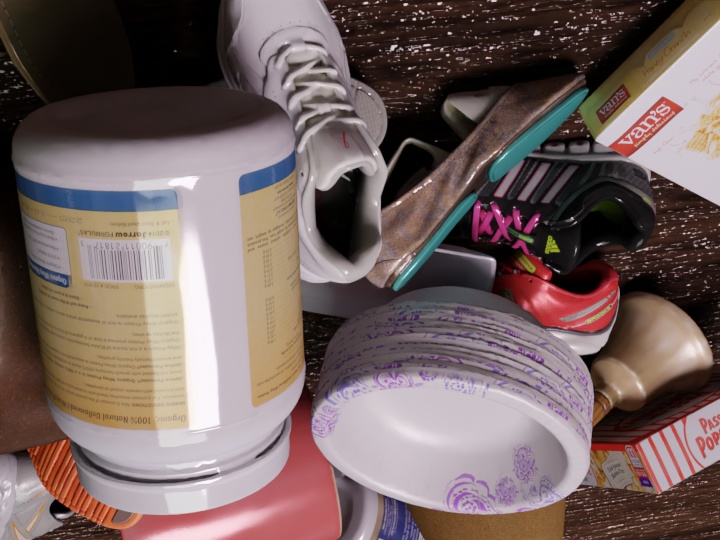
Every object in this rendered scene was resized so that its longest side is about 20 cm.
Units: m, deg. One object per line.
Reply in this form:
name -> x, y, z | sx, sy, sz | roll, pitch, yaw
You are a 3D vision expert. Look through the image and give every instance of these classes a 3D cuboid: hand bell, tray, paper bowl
hand bell -> 0.192, 0.115, 0.858 | 0.200, 0.104, 0.105 | -37, 150, -27
tray -> 0.000, 0.000, 0.770 | 0.198, 0.022, 0.108 | 10, 143, 9
paper bowl -> 0.069, 0.089, 0.754 | 0.199, 0.105, 0.201 | 9, 143, 7

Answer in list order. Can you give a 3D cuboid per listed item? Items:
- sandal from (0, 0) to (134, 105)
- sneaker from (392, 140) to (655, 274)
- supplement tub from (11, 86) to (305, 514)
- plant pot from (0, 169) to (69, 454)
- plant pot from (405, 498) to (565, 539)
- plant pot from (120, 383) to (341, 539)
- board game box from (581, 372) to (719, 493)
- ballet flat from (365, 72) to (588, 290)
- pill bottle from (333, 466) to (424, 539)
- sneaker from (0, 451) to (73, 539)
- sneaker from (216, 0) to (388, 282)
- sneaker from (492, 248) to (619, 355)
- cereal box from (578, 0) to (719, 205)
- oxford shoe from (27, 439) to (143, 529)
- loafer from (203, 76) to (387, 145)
sandal -> -0.203, -0.161, 0.557 | 0.069, 0.078, 0.212 | 5, 143, 33
sneaker -> 0.123, -0.040, 0.743 | 0.198, 0.088, 0.074 | -6, 141, -5
supplement tub -> -0.103, 0.012, 0.557 | 0.143, 0.145, 0.202 | -4, 110, -8
plant pot -> -0.174, 0.030, 0.707 | 0.199, 0.188, 0.187 | 3, 141, -35
plant pot -> 0.105, 0.170, 0.906 | 0.185, 0.201, 0.187 | -6, 140, -5
plant pot -> -0.118, 0.185, 0.894 | 0.176, 0.201, 0.201 | -12, 142, -11
board game box -> 0.274, 0.142, 0.924 | 0.151, 0.047, 0.200 | -24, 176, -14
ballet flat -> 0.065, -0.076, 0.689 | 0.200, 0.067, 0.068 | -45, 171, -6
pill bottle -> 0.031, 0.279, 1.091 | 0.111, 0.112, 0.200 | -34, 136, 26
sneaker -> -0.324, 0.241, 0.996 | 0.091, 0.076, 0.200 | 5, 140, -25
sneaker -> -0.022, -0.086, 0.595 | 0.077, 0.099, 0.202 | -22, 106, -19
sneaker -> 0.116, 0.016, 0.841 | 0.198, 0.077, 0.086 | 0, 120, -14
cereal box -> 0.267, -0.116, 0.713 | 0.199, 0.040, 0.144 | 17, 130, -35
oxford shoe -> -0.217, 0.115, 0.787 | 0.072, 0.200, 0.073 | -56, 155, 14
loafer -> -0.084, -0.091, 0.662 | 0.198, 0.063, 0.073 | -10, 102, -16
